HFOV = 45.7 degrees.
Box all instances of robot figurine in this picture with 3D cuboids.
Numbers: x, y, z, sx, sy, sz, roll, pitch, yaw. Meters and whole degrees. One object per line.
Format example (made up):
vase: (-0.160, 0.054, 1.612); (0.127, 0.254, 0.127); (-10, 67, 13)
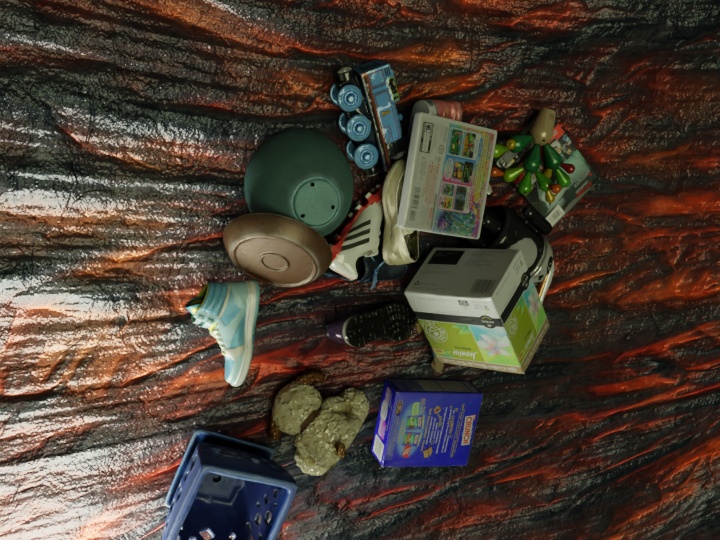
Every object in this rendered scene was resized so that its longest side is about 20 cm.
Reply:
robot figurine: (0.287, -0.045, 1.666); (0.199, 0.149, 0.126); (34, 58, -26)

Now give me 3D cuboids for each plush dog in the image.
plush dog: (-0.095, 0.293, 1.657); (0.171, 0.160, 0.201); (38, 92, 0)

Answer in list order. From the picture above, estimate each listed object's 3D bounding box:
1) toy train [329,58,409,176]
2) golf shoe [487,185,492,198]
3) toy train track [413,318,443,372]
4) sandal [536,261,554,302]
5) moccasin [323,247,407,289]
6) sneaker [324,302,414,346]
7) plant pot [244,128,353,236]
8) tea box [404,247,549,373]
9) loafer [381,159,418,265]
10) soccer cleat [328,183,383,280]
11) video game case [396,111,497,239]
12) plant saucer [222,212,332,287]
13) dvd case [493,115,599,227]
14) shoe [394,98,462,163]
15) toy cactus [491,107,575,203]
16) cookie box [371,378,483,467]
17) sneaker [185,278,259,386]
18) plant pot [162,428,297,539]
toy train: (0.020, -0.270, 1.511); (0.113, 0.087, 0.202); (-21, 114, -8)
golf shoe: (0.160, -0.117, 1.605); (0.200, 0.095, 0.078); (-41, 160, 1)
toy train track: (0.133, 0.117, 1.712); (0.115, 0.032, 0.202); (-50, 134, -45)
sandal: (0.335, 0.061, 1.755); (0.058, 0.079, 0.210); (15, 95, -22)
moccasin: (0.000, 0.000, 1.613); (0.197, 0.068, 0.082); (-1, 109, -19)
sneaker: (0.017, 0.102, 1.663); (0.198, 0.087, 0.077); (-2, 92, -43)
plant pot: (-0.095, -0.136, 1.494); (0.197, 0.135, 0.203); (-6, 111, -17)
tea box: (0.223, 0.073, 1.617); (0.134, 0.198, 0.198); (-53, 129, -33)
loafer: (0.082, -0.102, 1.546); (0.076, 0.067, 0.203); (-39, 136, -51)
soccer cleat: (0.011, -0.074, 1.566); (0.085, 0.069, 0.201); (39, 69, -9)
video game case: (0.157, -0.166, 1.527); (0.180, 0.024, 0.203); (6, 95, -33)
plant saucer: (-0.149, -0.026, 1.498); (0.199, 0.199, 0.035); (30, 53, -26)
dvd case: (0.373, -0.200, 1.701); (0.146, 0.022, 0.200); (-46, 115, 1)
shoe: (0.126, -0.220, 1.577); (0.090, 0.071, 0.202); (-9, 126, -36)
toy cactus: (0.333, -0.227, 1.624); (0.197, 0.102, 0.167); (17, 93, -14)
cookie box: (0.138, 0.316, 1.772); (0.197, 0.075, 0.174); (5, 107, -21)
sneaker: (-0.260, 0.110, 1.557); (0.129, 0.079, 0.203); (5, 98, -23)
plant pot: (-0.258, 0.423, 1.611); (0.198, 0.180, 0.202); (20, 102, -24)
